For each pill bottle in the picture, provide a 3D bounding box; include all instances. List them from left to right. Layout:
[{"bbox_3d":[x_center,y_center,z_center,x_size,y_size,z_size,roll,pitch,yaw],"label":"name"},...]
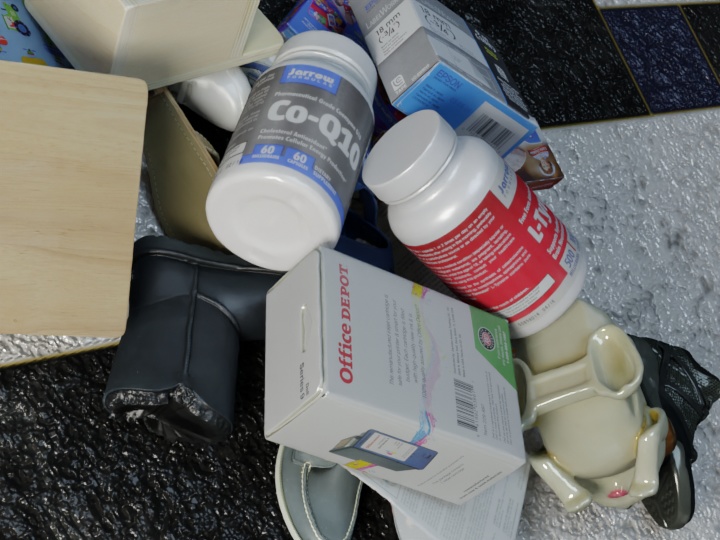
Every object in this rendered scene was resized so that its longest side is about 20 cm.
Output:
[{"bbox_3d":[-0.051,-0.107,1.273,0.114,0.114,0.200,31,46,-15],"label":"pill bottle"},{"bbox_3d":[0.097,-0.041,1.286,0.200,0.112,0.112,43,46,-27],"label":"pill bottle"}]

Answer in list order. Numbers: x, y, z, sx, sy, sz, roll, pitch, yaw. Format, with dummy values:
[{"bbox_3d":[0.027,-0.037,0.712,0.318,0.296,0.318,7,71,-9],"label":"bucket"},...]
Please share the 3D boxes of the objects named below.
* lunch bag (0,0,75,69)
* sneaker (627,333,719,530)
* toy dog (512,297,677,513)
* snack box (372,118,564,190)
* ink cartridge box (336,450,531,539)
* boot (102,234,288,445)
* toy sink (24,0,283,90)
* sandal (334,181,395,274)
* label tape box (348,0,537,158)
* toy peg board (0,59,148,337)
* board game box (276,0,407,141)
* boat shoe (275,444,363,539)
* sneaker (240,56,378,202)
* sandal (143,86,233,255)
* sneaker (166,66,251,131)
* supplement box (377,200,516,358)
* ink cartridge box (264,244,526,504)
[{"bbox_3d":[-0.302,-0.175,1.257,0.200,0.094,0.151,-10,67,-50],"label":"lunch bag"},{"bbox_3d":[0.314,0.156,1.470,0.114,0.076,0.200,5,55,-24],"label":"sneaker"},{"bbox_3d":[0.204,0.133,1.348,0.200,0.139,0.194,56,12,-37],"label":"toy dog"},{"bbox_3d":[0.105,-0.104,1.423,0.200,0.024,0.072,-9,66,-39],"label":"snack box"},{"bbox_3d":[0.053,0.167,1.279,0.200,0.047,0.160,40,40,-16],"label":"ink cartridge box"},{"bbox_3d":[-0.108,0.069,1.235,0.200,0.076,0.169,14,52,-18],"label":"boot"},{"bbox_3d":[-0.160,-0.245,1.272,0.200,0.112,0.130,-21,60,-37],"label":"toy sink"},{"bbox_3d":[0.000,0.000,1.348,0.079,0.087,0.200,-21,78,-42],"label":"sandal"},{"bbox_3d":[0.068,-0.207,1.397,0.144,0.063,0.200,27,31,-41],"label":"label tape box"},{"bbox_3d":[-0.280,-0.057,1.139,0.199,0.098,0.200,4,93,-32],"label":"toy peg board"},{"bbox_3d":[0.013,-0.198,1.485,0.200,0.045,0.135,45,47,-13],"label":"board game box"},{"bbox_3d":[-0.025,0.143,1.259,0.073,0.062,0.201,18,55,-26],"label":"boat shoe"},{"bbox_3d":[-0.064,-0.127,1.400,0.200,0.075,0.088,46,57,9],"label":"sneaker"},{"bbox_3d":[-0.151,-0.103,1.314,0.212,0.078,0.070,60,32,2],"label":"sandal"},{"bbox_3d":[-0.187,-0.188,1.345,0.200,0.075,0.088,43,45,9],"label":"sneaker"},{"bbox_3d":[0.105,-0.001,1.426,0.126,0.074,0.200,-10,68,-39],"label":"supplement box"},{"bbox_3d":[0.026,0.085,1.207,0.200,0.087,0.146,23,46,-30],"label":"ink cartridge box"}]
